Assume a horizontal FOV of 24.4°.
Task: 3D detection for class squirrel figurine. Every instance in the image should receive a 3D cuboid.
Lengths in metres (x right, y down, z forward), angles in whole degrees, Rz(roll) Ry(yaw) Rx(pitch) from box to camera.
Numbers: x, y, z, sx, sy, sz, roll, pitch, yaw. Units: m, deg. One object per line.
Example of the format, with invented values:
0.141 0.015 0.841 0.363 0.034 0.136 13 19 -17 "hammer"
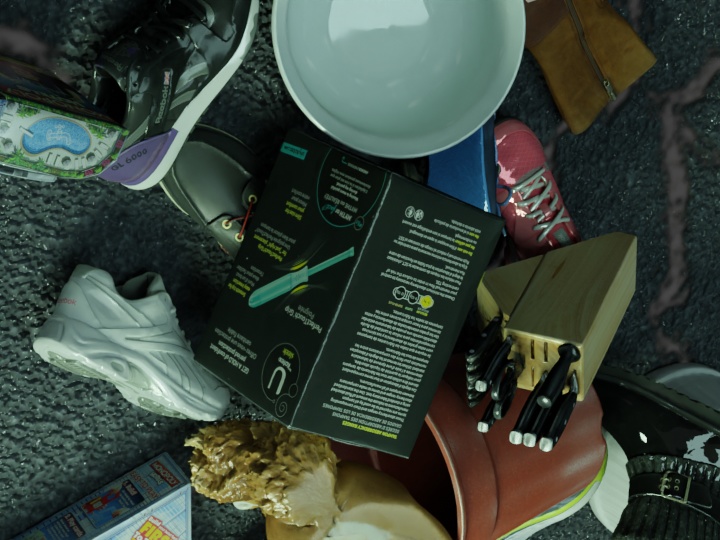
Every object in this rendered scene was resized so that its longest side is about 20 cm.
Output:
-0.049 0.184 1.388 0.141 0.187 0.200 -40 114 -5 "squirrel figurine"

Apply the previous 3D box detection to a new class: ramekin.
0.335 0.202 1.687 0.201 0.094 0.203 -13 118 -27 "ramekin"

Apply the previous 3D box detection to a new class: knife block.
0.173 0.062 1.378 0.199 0.176 0.064 -16 130 -14 "knife block"

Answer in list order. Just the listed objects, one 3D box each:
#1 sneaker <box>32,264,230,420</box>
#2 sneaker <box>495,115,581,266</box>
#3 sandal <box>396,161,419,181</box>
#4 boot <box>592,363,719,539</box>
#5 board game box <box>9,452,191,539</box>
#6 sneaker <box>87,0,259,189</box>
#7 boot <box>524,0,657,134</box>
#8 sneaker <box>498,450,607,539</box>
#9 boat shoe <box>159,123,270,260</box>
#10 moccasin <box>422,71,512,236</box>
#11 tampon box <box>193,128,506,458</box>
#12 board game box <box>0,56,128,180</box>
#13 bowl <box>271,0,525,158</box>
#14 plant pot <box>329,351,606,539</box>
-0.164 0.056 1.327 0.200 0.078 0.100 36 67 -48 "sneaker"
0.162 -0.048 1.471 0.074 0.087 0.201 -34 125 -16 "sneaker"
0.000 0.001 1.402 0.057 0.080 0.202 24 96 -11 "sandal"
0.257 0.186 1.562 0.079 0.210 0.158 77 37 -75 "boot"
-0.204 0.262 1.403 0.200 0.062 0.200 -40 126 -9 "board game box"
-0.146 -0.155 1.223 0.087 0.076 0.201 17 102 -60 "sneaker"
0.211 -0.238 1.426 0.188 0.068 0.200 -47 128 -5 "boot"
0.153 0.207 1.594 0.200 0.074 0.081 -35 121 -16 "sneaker"
-0.087 -0.045 1.336 0.074 0.063 0.201 -46 126 -2 "boat shoe"
0.094 -0.080 1.406 0.068 0.080 0.201 -51 153 -52 "moccasin"
-0.010 0.017 1.279 0.126 0.150 0.201 19 96 -39 "tampon box"
-0.267 -0.104 1.100 0.199 0.200 0.062 14 104 -35 "board game box"
0.021 -0.191 1.299 0.200 0.090 0.202 -2 98 -13 "bowl"
0.098 0.154 1.471 0.195 0.200 0.202 -17 120 -34 "plant pot"
